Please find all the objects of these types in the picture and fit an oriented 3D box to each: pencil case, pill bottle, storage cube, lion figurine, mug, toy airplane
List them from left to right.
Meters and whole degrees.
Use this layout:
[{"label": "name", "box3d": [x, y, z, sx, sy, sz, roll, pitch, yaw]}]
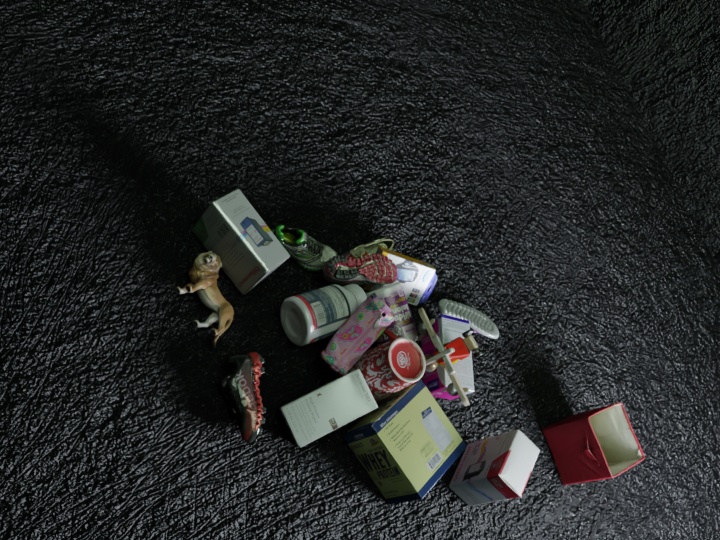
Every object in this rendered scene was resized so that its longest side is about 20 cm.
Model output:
[{"label": "lion figurine", "box3d": [-0.336, 0.061, 1.444, 0.122, 0.072, 0.201, -32, 102, -53]}, {"label": "pill bottle", "box3d": [-0.084, 0.100, 1.557, 0.199, 0.119, 0.120, -16, 77, -39]}, {"label": "pencil case", "box3d": [-0.005, 0.152, 1.513, 0.087, 0.087, 0.200, 41, 94, -11]}, {"label": "mug", "box3d": [0.045, 0.222, 1.534, 0.133, 0.200, 0.178, -19, 80, -39]}, {"label": "pill bottle", "box3d": [0.084, 0.140, 1.652, 0.112, 0.112, 0.201, -18, 88, -39]}, {"label": "toy airplane", "box3d": [0.202, 0.214, 1.574, 0.199, 0.141, 0.201, 41, 35, -27]}, {"label": "storage cube", "box3d": [0.668, 0.500, 1.845, 0.199, 0.180, 0.172, -10, 74, -36]}]

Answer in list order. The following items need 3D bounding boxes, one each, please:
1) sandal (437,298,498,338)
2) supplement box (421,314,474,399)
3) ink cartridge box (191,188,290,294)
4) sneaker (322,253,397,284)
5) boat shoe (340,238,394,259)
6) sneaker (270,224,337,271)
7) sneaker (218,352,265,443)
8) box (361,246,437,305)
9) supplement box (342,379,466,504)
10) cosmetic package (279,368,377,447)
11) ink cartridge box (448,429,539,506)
[{"label": "sandal", "box3d": [0.310, 0.144, 1.860, 0.202, 0.050, 0.083, 29, 39, -5]}, {"label": "supplement box", "box3d": [0.233, 0.235, 1.723, 0.103, 0.101, 0.201, 14, 60, -28]}, {"label": "ink cartridge box", "box3d": [-0.279, -0.063, 1.483, 0.200, 0.145, 0.087, 53, 48, 0]}, {"label": "sneaker", "box3d": [0.000, 0.000, 1.641, 0.199, 0.075, 0.081, 6, 69, -17]}, {"label": "boat shoe", "box3d": [0.010, -0.036, 1.727, 0.200, 0.063, 0.071, -26, 86, -39]}, {"label": "sneaker", "box3d": [-0.144, -0.057, 1.615, 0.199, 0.085, 0.078, 17, 59, -28]}, {"label": "sneaker", "box3d": [-0.259, 0.272, 1.382, 0.097, 0.071, 0.201, 10, 61, -31]}, {"label": "box", "box3d": [0.112, 0.020, 1.738, 0.199, 0.119, 0.041, 18, 18, -29]}, {"label": "supplement box", "box3d": [0.107, 0.409, 1.528, 0.200, 0.134, 0.200, -34, 89, -40]}, {"label": "cosmetic package", "box3d": [-0.072, 0.310, 1.446, 0.199, 0.074, 0.102, -26, 83, -13]}, {"label": "ink cartridge box", "box3d": [0.332, 0.496, 1.599, 0.086, 0.200, 0.148, 44, 50, -8]}]
